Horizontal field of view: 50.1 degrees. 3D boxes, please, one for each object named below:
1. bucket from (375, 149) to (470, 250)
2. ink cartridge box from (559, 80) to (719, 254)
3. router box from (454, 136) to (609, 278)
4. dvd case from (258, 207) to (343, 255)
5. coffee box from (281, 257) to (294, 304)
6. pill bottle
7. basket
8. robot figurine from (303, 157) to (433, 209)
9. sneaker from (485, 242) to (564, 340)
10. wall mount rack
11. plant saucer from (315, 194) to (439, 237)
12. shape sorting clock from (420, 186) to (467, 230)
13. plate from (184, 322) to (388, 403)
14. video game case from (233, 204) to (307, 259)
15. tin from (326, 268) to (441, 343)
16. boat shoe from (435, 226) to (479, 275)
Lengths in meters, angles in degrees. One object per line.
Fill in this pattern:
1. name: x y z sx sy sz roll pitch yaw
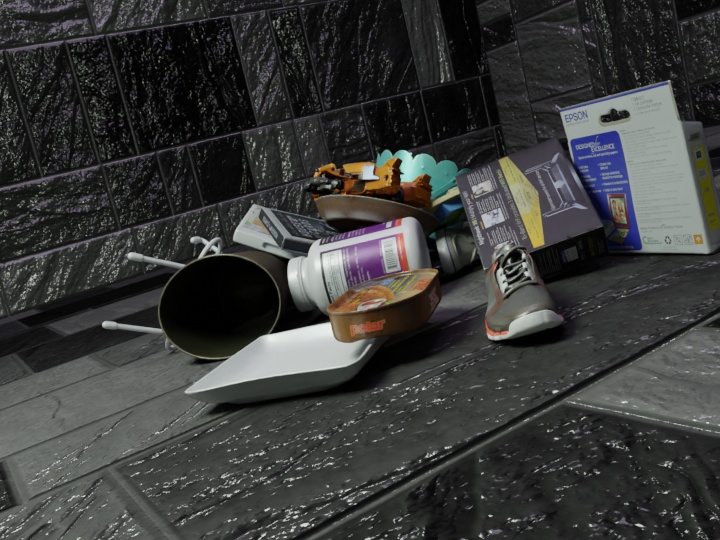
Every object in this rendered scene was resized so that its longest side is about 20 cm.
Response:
1. bucket: 0.105 -0.123 1.405 0.201 0.139 0.207 13 -5 1
2. ink cartridge box: 0.348 -0.122 0.965 0.046 0.206 0.197 -17 9 -22
3. router box: 0.220 -0.077 1.021 0.153 0.053 0.203 -20 41 10
4. dvd case: -0.053 -0.050 1.228 0.195 0.025 0.150 12 17 -26
5. coffee box: -0.122 0.005 1.401 0.111 0.082 0.200 -16 8 -12
6. pill bottle: 0.000 0.000 1.097 0.195 0.116 0.112 -13 8 13
7. basket: -0.174 0.037 1.122 0.175 0.140 0.200 -14 4 10
8. robot figurine: 0.007 -0.125 1.174 0.197 0.060 0.143 3 -13 44
9. sneaker: 0.157 0.016 0.808 0.075 0.084 0.200 -14 8 3
10. wall mount rack: -0.286 0.029 1.147 0.074 0.203 0.173 31 21 12
11. plant saucer: 0.024 -0.074 1.185 0.194 0.033 0.200 11 -7 1
12. shape sorting clock: 0.173 -0.114 1.210 0.196 0.040 0.200 -24 -7 -3
13. plate: -0.062 0.098 0.843 0.195 0.033 0.199 -12 8 20
14. video game case: -0.107 -0.054 1.265 0.177 0.023 0.200 18 15 -5
15. tin: 0.032 0.036 0.857 0.109 0.043 0.200 -15 6 17
16. boat shoe: 0.165 -0.039 1.233 0.068 0.073 0.200 -15 1 15
